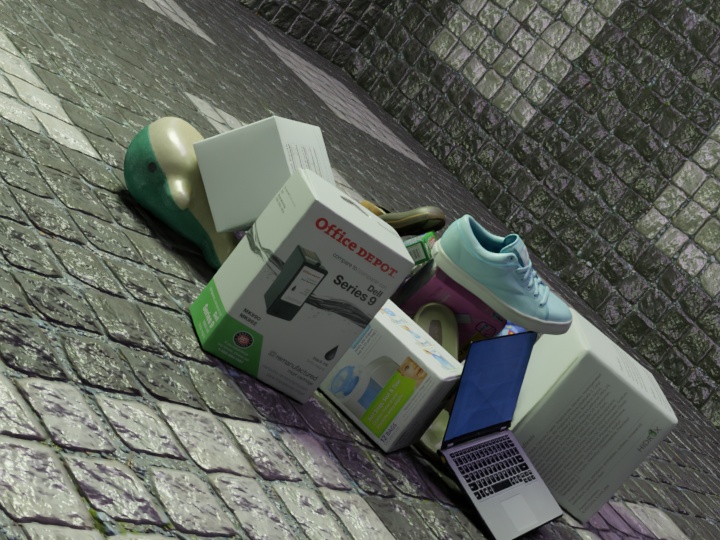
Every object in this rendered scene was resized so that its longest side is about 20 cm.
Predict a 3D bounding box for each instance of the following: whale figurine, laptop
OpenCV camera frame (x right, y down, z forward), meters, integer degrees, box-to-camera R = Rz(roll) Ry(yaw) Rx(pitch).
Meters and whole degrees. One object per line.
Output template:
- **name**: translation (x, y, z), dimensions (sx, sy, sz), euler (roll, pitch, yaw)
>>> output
- **whale figurine**: translation (-0.217, -0.084, 1.534), dimensions (0.202, 0.103, 0.159), euler (63, 11, -5)
- **laptop**: translation (0.184, 0.192, 1.470), dimensions (0.186, 0.116, 0.201), euler (-3, 56, -58)

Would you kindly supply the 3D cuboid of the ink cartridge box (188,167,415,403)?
- **ink cartridge box**: translation (-0.062, 0.017, 1.321), dimensions (0.145, 0.201, 0.084), euler (31, 15, -29)

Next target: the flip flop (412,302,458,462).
- **flip flop**: translation (0.098, 0.131, 1.514), dimensions (0.080, 0.203, 0.058), euler (8, -22, -17)

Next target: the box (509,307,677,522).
- **box**: translation (0.303, 0.197, 1.757), dimensions (0.171, 0.200, 0.199), euler (39, 13, -8)

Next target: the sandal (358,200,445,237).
- **sandal**: translation (0.023, -0.070, 1.685), dimensions (0.081, 0.198, 0.055), euler (12, 71, -53)

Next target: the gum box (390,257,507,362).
- **gum box**: translation (0.100, 0.063, 1.633), dimensions (0.113, 0.200, 0.066), euler (36, 45, -10)

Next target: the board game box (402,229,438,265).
- **board game box**: translation (0.000, 0.000, 1.606), dimensions (0.135, 0.198, 0.029), euler (-44, 113, -78)

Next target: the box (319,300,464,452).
- **box**: translation (0.009, 0.098, 1.449), dimensions (0.200, 0.113, 0.101), euler (43, 15, 18)

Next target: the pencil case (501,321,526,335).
- **pencil case**: translation (0.187, 0.135, 1.769), dimensions (0.087, 0.078, 0.201), euler (47, 29, -14)

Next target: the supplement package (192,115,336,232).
- **supplement package**: translation (-0.110, -0.115, 1.535), dimensions (0.200, 0.112, 0.111), euler (-11, 85, -77)

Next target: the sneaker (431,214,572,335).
- **sneaker**: translation (0.187, 0.004, 1.534), dimensions (0.198, 0.082, 0.074), euler (30, 34, -8)

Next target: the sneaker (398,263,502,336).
- **sneaker**: translation (0.106, 0.054, 1.728), dimensions (0.199, 0.091, 0.078), euler (30, 32, 30)

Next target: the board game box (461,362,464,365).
- **board game box**: translation (0.129, 0.080, 1.834), dimensions (0.126, 0.034, 0.203), euler (15, 57, -64)
